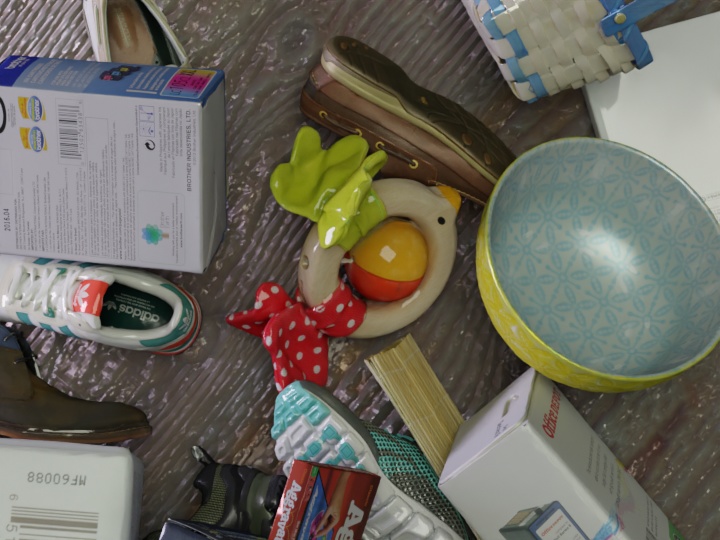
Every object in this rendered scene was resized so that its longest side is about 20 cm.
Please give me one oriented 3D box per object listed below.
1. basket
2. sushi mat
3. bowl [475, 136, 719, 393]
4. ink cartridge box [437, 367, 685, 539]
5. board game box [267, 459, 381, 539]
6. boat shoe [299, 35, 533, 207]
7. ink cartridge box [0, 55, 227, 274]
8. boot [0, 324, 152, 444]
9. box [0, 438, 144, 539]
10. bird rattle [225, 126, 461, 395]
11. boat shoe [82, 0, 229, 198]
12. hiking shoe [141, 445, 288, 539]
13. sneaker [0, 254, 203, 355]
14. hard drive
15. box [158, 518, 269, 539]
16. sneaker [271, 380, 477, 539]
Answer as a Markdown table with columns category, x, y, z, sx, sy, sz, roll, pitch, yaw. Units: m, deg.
| category | x | y | z | sx | sy | sz | roll | pitch | yaw |
| --- | --- | --- | --- | --- | --- | --- | --- | --- | --- |
| basket | 0.175 | -0.230 | 1.543 | 0.200 | 0.177 | 0.139 | -32 | 125 | 11 |
| sushi mat | 0.072 | 0.140 | 1.536 | 0.012 | 0.096 | 0.200 | -34 | 85 | 20 |
| bowl | 0.165 | 0.013 | 1.529 | 0.199 | 0.108 | 0.201 | 9 | 60 | -16 |
| ink cartridge box | 0.155 | 0.182 | 1.486 | 0.087 | 0.145 | 0.200 | -37 | 96 | 15 |
| board game box | -0.045 | 0.231 | 1.423 | 0.019 | 0.103 | 0.201 | 18 | 90 | 28 |
| boat shoe | 0.043 | -0.099 | 1.579 | 0.200 | 0.072 | 0.068 | 34 | 115 | -7 |
| ink cartridge box | -0.202 | -0.081 | 1.513 | 0.199 | 0.076 | 0.137 | 5 | 113 | 8 |
| boot | -0.252 | 0.079 | 1.530 | 0.199 | 0.075 | 0.097 | 3 | 86 | -1 |
| box | -0.261 | 0.220 | 1.463 | 0.199 | 0.171 | 0.200 | 5 | 82 | -2 |
| bird rattle | 0.000 | 0.000 | 1.530 | 0.163 | 0.113 | 0.201 | -1 | 110 | -29 |
| boat shoe | -0.159 | -0.134 | 1.563 | 0.075 | 0.068 | 0.200 | -26 | 87 | -8 |
| hiking shoe | -0.119 | 0.235 | 1.529 | 0.100 | 0.076 | 0.201 | 20 | 86 | 21 |
| sneaker | -0.215 | 0.013 | 1.530 | 0.199 | 0.093 | 0.071 | 15 | 82 | -2 |
| hard drive | 0.256 | -0.091 | 1.604 | 0.131 | 0.027 | 0.201 | -15 | 85 | -5 |
| box | -0.109 | 0.277 | 1.409 | 0.051 | 0.158 | 0.201 | 18 | 87 | 28 |
| sneaker | 0.016 | 0.150 | 1.527 | 0.078 | 0.091 | 0.200 | -34 | 104 | 36 |
